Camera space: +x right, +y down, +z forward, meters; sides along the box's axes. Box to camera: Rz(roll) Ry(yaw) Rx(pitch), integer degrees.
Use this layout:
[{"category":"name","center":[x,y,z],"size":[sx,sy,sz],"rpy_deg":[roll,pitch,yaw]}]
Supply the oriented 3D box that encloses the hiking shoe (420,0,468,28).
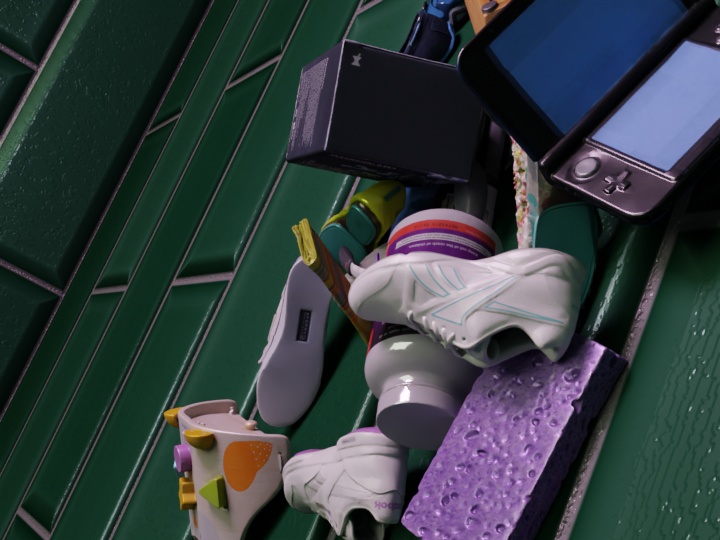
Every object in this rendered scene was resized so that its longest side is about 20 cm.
[{"category":"hiking shoe","center":[0.125,-0.385,1.386],"size":[0.200,0.086,0.075],"rpy_deg":[-41,29,39]}]

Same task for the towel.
[{"category":"towel","center":[-0.003,0.047,1.008],"size":[0.018,0.201,0.086],"rpy_deg":[-30,28,7]}]

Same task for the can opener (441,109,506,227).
[{"category":"can opener","center":[0.125,-0.115,1.100],"size":[0.067,0.053,0.202],"rpy_deg":[126,162,-54]}]

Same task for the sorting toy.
[{"category":"sorting toy","center":[-0.164,0.256,1.232],"size":[0.200,0.105,0.183],"rpy_deg":[-168,81,-66]}]

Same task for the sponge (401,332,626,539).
[{"category":"sponge","center":[0.115,0.135,0.836],"size":[0.111,0.030,0.202],"rpy_deg":[24,85,55]}]

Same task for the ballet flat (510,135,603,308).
[{"category":"ballet flat","center":[0.157,-0.061,0.893],"size":[0.064,0.075,0.203],"rpy_deg":[-170,79,-75]}]

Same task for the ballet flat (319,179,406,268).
[{"category":"ballet flat","center":[0.007,-0.052,1.189],"size":[0.067,0.067,0.200],"rpy_deg":[-44,0,-19]}]

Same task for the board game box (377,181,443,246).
[{"category":"board game box","center":[0.070,-0.099,1.229],"size":[0.158,0.039,0.202],"rpy_deg":[2,72,64]}]

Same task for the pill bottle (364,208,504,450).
[{"category":"pill bottle","center":[0.065,0.051,0.958],"size":[0.112,0.112,0.202],"rpy_deg":[-36,32,45]}]

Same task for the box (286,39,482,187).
[{"category":"box","center":[0.020,-0.151,1.092],"size":[0.200,0.146,0.109],"rpy_deg":[-171,92,-76]}]

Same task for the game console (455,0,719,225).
[{"category":"game console","center":[0.204,-0.161,0.810],"size":[0.200,0.119,0.170],"rpy_deg":[-45,38,-6]}]

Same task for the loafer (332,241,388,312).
[{"category":"loafer","center":[0.035,0.006,1.149],"size":[0.070,0.070,0.199],"rpy_deg":[-50,12,-31]}]

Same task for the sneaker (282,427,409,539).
[{"category":"sneaker","center":[-0.020,0.211,0.999],"size":[0.200,0.074,0.101],"rpy_deg":[140,133,-56]}]

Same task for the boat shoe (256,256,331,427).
[{"category":"boat shoe","center":[-0.077,0.076,1.257],"size":[0.086,0.074,0.205],"rpy_deg":[-114,34,-79]}]

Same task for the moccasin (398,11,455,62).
[{"category":"moccasin","center":[0.044,-0.259,1.431],"size":[0.201,0.068,0.081],"rpy_deg":[-53,24,22]}]

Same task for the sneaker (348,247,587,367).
[{"category":"sneaker","center":[0.075,0.031,0.845],"size":[0.198,0.070,0.081],"rpy_deg":[-3,65,29]}]

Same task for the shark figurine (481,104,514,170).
[{"category":"shark figurine","center":[0.158,-0.134,1.023],"size":[0.128,0.089,0.216],"rpy_deg":[-50,23,26]}]

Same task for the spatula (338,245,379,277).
[{"category":"spatula","center":[0.000,0.000,1.086],"size":[0.200,0.020,0.057],"rpy_deg":[-139,47,-72]}]

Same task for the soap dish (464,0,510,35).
[{"category":"soap dish","center":[0.182,-0.281,1.081],"size":[0.156,0.082,0.201],"rpy_deg":[-23,33,12]}]
